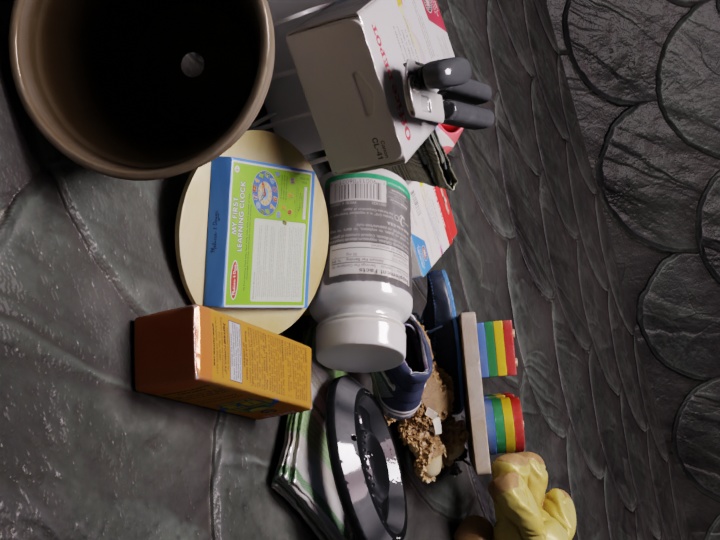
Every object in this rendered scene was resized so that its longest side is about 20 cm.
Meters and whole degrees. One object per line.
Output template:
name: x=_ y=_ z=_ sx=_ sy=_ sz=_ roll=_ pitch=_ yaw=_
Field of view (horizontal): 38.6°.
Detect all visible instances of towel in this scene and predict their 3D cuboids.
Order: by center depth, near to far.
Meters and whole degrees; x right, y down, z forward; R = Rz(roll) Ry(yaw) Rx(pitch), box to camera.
towel: x=-0.040 y=0.179 z=1.096 sx=0.201 sy=0.031 sz=0.150 roll=-83 pitch=152 yaw=-44
towel: x=0.014 y=-0.183 z=1.231 sx=0.035 sy=0.199 sz=0.193 roll=-42 pitch=125 yaw=-24

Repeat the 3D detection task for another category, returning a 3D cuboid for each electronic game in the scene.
electronic game: x=0.005 y=0.210 z=1.091 sx=0.200 sy=0.041 sz=0.201 roll=-17 pitch=90 yaw=-77

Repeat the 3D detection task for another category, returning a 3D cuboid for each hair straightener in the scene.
hair straightener: x=0.118 y=0.247 z=1.417 sx=0.200 sy=0.041 sz=0.077 roll=19 pitch=61 yaw=-69

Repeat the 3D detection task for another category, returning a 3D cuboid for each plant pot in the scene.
plant pot: x=-0.156 y=-0.174 z=0.835 sx=0.174 sy=0.199 sz=0.201 roll=-42 pitch=117 yaw=-83

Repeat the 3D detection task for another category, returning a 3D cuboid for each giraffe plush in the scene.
giraffe plush: x=0.202 y=0.369 z=1.403 sx=0.172 sy=0.162 sz=0.201 roll=7 pitch=51 yaw=-58

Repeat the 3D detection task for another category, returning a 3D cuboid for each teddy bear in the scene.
teddy bear: x=0.071 y=0.165 z=1.292 sx=0.145 sy=0.067 sz=0.201 roll=-46 pitch=112 yaw=-36

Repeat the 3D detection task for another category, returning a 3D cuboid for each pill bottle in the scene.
pill bottle: x=0.000 y=0.000 z=1.104 sx=0.113 sy=0.112 sz=0.201 roll=39 pitch=46 yaw=-55

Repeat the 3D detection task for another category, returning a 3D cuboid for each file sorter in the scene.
file sorter: x=-0.075 y=-0.213 z=1.076 sx=0.125 sy=0.138 sz=0.201 roll=-45 pitch=119 yaw=-60

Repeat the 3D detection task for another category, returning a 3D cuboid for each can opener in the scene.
can opener: x=0.097 y=-0.169 z=0.988 sx=0.200 sy=0.066 sz=0.054 roll=-6 pitch=89 yaw=-62

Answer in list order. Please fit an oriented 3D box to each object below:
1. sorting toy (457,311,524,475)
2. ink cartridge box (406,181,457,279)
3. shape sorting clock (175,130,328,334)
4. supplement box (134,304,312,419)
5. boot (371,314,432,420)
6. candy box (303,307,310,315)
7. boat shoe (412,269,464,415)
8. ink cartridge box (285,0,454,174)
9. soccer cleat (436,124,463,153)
sorting toy: x=0.172 y=0.156 z=1.352 sx=0.200 sy=0.069 sz=0.200 roll=56 pitch=29 yaw=-84
ink cartridge box: x=0.069 y=-0.069 z=1.419 sx=0.200 sy=0.067 sz=0.117 roll=-44 pitch=119 yaw=-64
shape sorting clock: x=-0.101 y=-0.033 z=0.987 sx=0.199 sy=0.039 sz=0.201 roll=-7 pitch=99 yaw=-54
supplement box: x=-0.115 y=0.086 z=0.912 sx=0.200 sy=0.066 sz=0.069 roll=26 pitch=55 yaw=-61
boot: x=0.039 y=0.065 z=1.189 sx=0.091 sy=0.072 sz=0.201 roll=112 pitch=-32 yaw=-47
candy box: x=-0.035 y=-0.029 z=1.209 sx=0.200 sy=0.026 sz=0.103 roll=-43 pitch=120 yaw=-64
boat shoe: x=0.098 y=0.101 z=1.361 sx=0.084 sy=0.068 sz=0.201 roll=-77 pitch=162 yaw=-80
ink cartridge box: x=0.021 y=-0.202 z=1.017 sx=0.200 sy=0.085 sz=0.148 roll=-49 pitch=125 yaw=-54
soccer cleat: x=0.055 y=-0.218 z=1.399 sx=0.200 sy=0.073 sz=0.068 roll=31 pitch=22 yaw=-33
